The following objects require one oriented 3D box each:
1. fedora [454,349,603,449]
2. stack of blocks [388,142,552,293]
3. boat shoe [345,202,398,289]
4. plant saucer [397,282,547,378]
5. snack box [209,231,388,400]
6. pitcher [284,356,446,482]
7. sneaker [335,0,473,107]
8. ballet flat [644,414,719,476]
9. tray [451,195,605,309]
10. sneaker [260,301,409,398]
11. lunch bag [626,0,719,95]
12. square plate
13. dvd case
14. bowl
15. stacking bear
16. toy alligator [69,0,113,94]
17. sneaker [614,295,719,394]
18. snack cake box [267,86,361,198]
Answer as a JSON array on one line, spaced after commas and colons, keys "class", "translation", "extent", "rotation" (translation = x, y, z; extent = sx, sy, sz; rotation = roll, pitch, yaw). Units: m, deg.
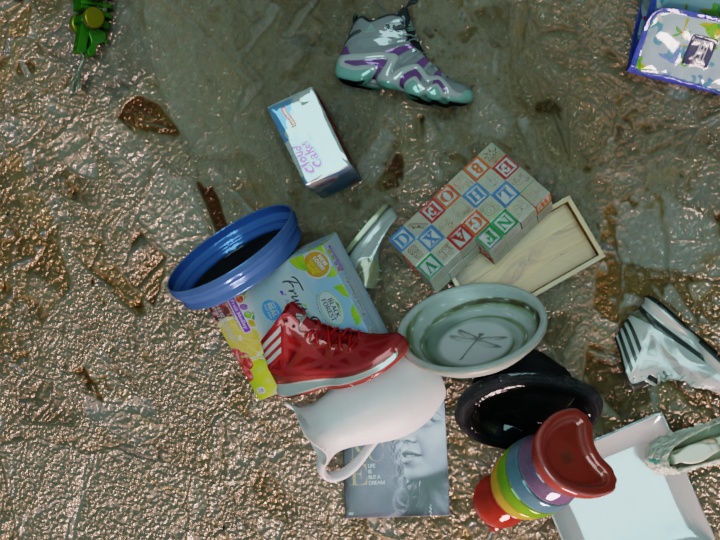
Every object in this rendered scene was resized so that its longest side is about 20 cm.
[{"class": "fedora", "translation": [0.225, 0.164, 1.615], "extent": [0.200, 0.201, 0.092], "rotation": [-6, 50, 4]}, {"class": "stack of blocks", "translation": [0.152, -0.064, 1.631], "extent": [0.200, 0.059, 0.115], "rotation": [-43, 67, -4]}, {"class": "boat shoe", "translation": [0.000, 0.000, 1.665], "extent": [0.068, 0.075, 0.200], "rotation": [35, 102, 3]}, {"class": "plant saucer", "translation": [0.150, 0.090, 1.573], "extent": [0.200, 0.200, 0.050], "rotation": [-11, 120, 4]}, {"class": "snack box", "translation": [-0.087, 0.064, 1.621], "extent": [0.200, 0.068, 0.169], "rotation": [-24, 101, 22]}, {"class": "pitcher", "translation": [0.015, 0.198, 1.621], "extent": [0.200, 0.172, 0.121], "rotation": [-27, 47, -11]}, {"class": "sneaker", "translation": [0.073, -0.312, 1.662], "extent": [0.200, 0.078, 0.140], "rotation": [15, 90, 4]}, {"class": "ballet flat", "translation": [0.483, 0.235, 1.605], "extent": [0.200, 0.072, 0.072], "rotation": [-18, 87, -8]}, {"class": "tray", "translation": [0.229, -0.011, 1.663], "extent": [0.200, 0.037, 0.099], "rotation": [-30, 87, 4]}, {"class": "sneaker", "translation": [-0.045, 0.091, 1.539], "extent": [0.200, 0.078, 0.116], "rotation": [-20, 107, 21]}, {"class": "lunch bag", "translation": [0.468, -0.348, 1.618], "extent": [0.170, 0.127, 0.200], "rotation": [14, 102, 2]}, {"class": "square plate", "translation": [0.362, 0.323, 1.647], "extent": [0.198, 0.028, 0.200], "rotation": [-22, 87, 3]}, {"class": "dvd case", "translation": [0.048, 0.248, 1.678], "extent": [0.149, 0.016, 0.200], "rotation": [-3, 88, 4]}, {"class": "bowl", "translation": [-0.169, -0.017, 1.618], "extent": [0.201, 0.201, 0.039], "rotation": [-31, 110, 3]}, {"class": "stacking bear", "translation": [0.225, 0.284, 1.590], "extent": [0.114, 0.200, 0.122], "rotation": [-7, 64, -35]}, {"class": "toy alligator", "translation": [-0.384, -0.350, 1.712], "extent": [0.054, 0.059, 0.200], "rotation": [3, 88, -36]}, {"class": "sneaker", "translation": [0.435, 0.140, 1.634], "extent": [0.200, 0.076, 0.115], "rotation": [43, 100, 12]}, {"class": "snack cake box", "translation": [-0.057, -0.168, 1.606], "extent": [0.067, 0.200, 0.115], "rotation": [-25, 86, 4]}]
